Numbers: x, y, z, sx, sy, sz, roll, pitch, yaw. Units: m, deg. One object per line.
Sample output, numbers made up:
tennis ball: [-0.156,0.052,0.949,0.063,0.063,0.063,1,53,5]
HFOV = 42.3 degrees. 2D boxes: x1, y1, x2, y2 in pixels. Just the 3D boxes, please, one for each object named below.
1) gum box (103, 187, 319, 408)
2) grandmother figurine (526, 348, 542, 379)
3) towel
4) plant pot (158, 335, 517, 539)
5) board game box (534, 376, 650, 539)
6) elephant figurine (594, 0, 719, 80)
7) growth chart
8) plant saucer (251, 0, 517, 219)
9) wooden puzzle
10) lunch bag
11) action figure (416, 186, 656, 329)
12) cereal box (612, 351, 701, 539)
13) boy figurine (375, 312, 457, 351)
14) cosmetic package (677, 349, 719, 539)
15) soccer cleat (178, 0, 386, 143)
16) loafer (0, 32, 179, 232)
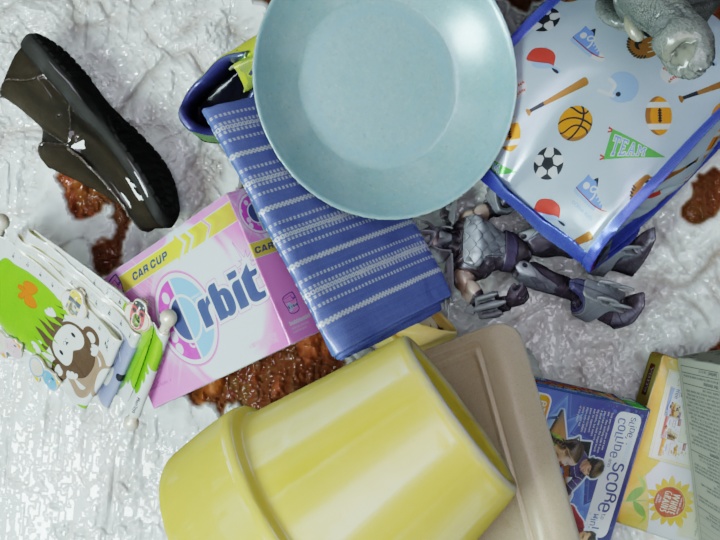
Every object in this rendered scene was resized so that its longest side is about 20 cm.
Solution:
gum box: [-0.116,0.024,0.727,0.199,0.066,0.115,-27,86,42]
grandmother figurine: [0.086,0.150,0.773,0.120,0.061,0.201,34,92,-7]
towel: [-0.020,-0.042,0.689,0.024,0.144,0.202,-34,82,41]
plant pot: [-0.003,0.154,0.634,0.188,0.201,0.202,-38,88,4]
board game box: [0.142,0.190,0.749,0.133,0.034,0.203,14,96,-18]
elephant figurine: [0.196,-0.211,0.627,0.200,0.141,0.156,42,93,27]
growth chart: [-0.241,0.046,0.758,0.198,0.018,0.146,29,120,15]
plant saucer: [0.017,-0.139,0.686,0.197,0.039,0.205,-1,93,-12]
wooden puzzle: [0.058,0.159,0.717,0.198,0.037,0.188,-23,72,27]
lunch bag: [0.184,-0.120,0.729,0.200,0.124,0.170,-44,70,-9]
action figure: [0.136,-0.014,0.765,0.197,0.069,0.132,11,71,-7]
cereal box: [0.319,0.167,0.775,0.197,0.040,0.146,19,89,1]
boy figurine: [0.000,0.000,0.746,0.064,0.124,0.201,-38,93,13]
cosmetic package: [0.301,0.164,0.705,0.072,0.104,0.204,-7,89,0]
soccer cleat: [-0.060,-0.165,0.726,0.199,0.084,0.065,-35,86,21]
loafer: [-0.229,-0.104,0.786,0.071,0.073,0.201,-41,83,10]
